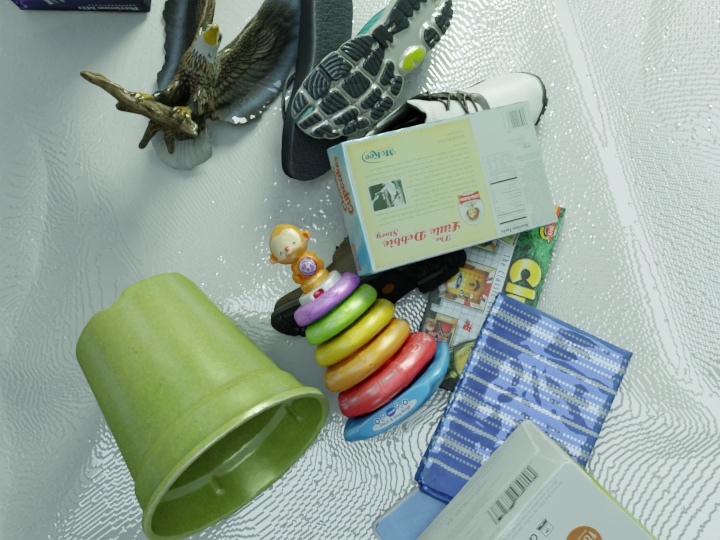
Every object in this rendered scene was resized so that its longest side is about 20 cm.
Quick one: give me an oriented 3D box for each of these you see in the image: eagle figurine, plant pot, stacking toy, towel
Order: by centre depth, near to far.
[{"bbox_3d":[-0.015,0.041,1.120,0.115,0.110,0.201,-35,97,13],"label":"stacking toy"},{"bbox_3d":[-0.161,0.112,1.144,0.200,0.200,0.185,-40,68,-1],"label":"plant pot"},{"bbox_3d":[0.151,0.138,1.159,0.143,0.024,0.202,24,85,2],"label":"towel"},{"bbox_3d":[-0.147,-0.210,1.222,0.152,0.150,0.201,52,52,-28],"label":"eagle figurine"}]

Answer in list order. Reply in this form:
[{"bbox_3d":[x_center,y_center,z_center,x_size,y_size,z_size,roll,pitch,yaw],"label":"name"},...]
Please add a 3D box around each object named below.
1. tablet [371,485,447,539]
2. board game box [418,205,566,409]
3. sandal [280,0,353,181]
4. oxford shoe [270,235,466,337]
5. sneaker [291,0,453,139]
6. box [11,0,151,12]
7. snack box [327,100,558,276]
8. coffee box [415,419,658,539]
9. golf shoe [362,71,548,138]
[{"bbox_3d":[0.117,0.280,1.166,0.130,0.014,0.201,-38,79,0],"label":"tablet"},{"bbox_3d":[0.120,0.021,1.198,0.103,0.023,0.203,17,84,6],"label":"board game box"},{"bbox_3d":[-0.044,-0.185,1.228,0.043,0.076,0.203,1,79,44],"label":"sandal"},{"bbox_3d":[0.000,0.000,1.199,0.198,0.073,0.085,-26,55,5],"label":"oxford shoe"},{"bbox_3d":[0.011,-0.197,1.201,0.200,0.079,0.078,-44,105,-17],"label":"sneaker"},{"bbox_3d":[-0.290,-0.330,1.200,0.146,0.200,0.106,2,82,7],"label":"box"},{"bbox_3d":[0.076,-0.075,1.126,0.198,0.037,0.118,-15,91,-24],"label":"snack box"},{"bbox_3d":[0.159,0.276,1.042,0.198,0.200,0.200,43,90,-3],"label":"coffee box"},{"bbox_3d":[0.089,-0.137,1.188,0.198,0.095,0.078,-26,79,0],"label":"golf shoe"}]
